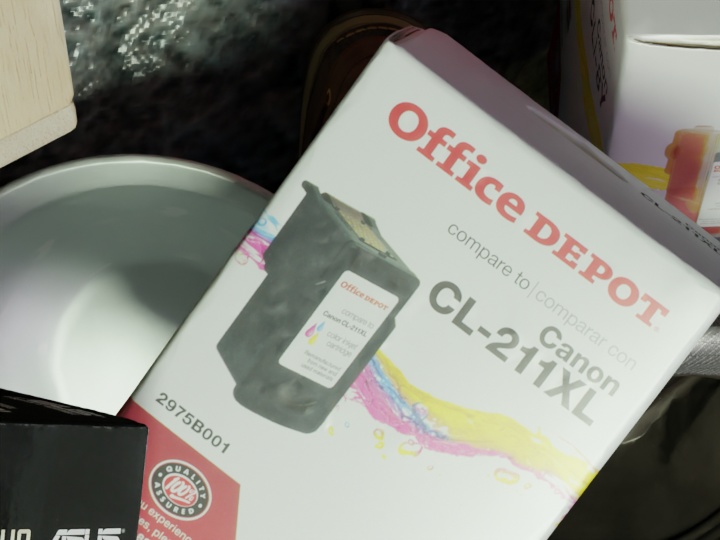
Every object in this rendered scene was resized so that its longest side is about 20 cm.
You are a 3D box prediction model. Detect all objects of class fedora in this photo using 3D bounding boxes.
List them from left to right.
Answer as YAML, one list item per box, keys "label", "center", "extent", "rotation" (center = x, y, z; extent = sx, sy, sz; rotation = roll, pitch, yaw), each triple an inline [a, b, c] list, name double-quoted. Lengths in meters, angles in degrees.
- label: "fedora"
  center: [0.097, 0.065, 1.002]
  extent: [0.199, 0.091, 0.177]
  rotation: [-31, 131, 17]

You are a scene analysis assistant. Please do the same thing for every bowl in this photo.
- label: "bowl"
  center: [-0.082, 0.045, 0.986]
  extent: [0.200, 0.090, 0.202]
  rotation: [1, 105, 2]

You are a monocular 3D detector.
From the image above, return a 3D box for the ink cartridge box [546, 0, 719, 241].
- label: "ink cartridge box"
  center: [0.125, -0.087, 0.996]
  extent: [0.083, 0.146, 0.200]
  rotation: [1, 149, -3]

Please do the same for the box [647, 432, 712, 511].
- label: "box"
  center: [0.179, 0.073, 1.105]
  extent: [0.143, 0.036, 0.201]
  rotation: [-4, 127, -60]

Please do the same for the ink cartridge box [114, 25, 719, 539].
- label: "ink cartridge box"
  center: [0.014, 0.037, 0.883]
  extent: [0.200, 0.145, 0.083]
  rotation: [-54, 177, 12]

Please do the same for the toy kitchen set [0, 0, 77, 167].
- label: "toy kitchen set"
  center: [-0.216, -0.102, 0.690]
  extent: [0.199, 0.180, 0.164]
  rotation: [-30, 138, -25]

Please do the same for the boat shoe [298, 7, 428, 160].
- label: "boat shoe"
  center: [0.000, 0.000, 1.018]
  extent: [0.072, 0.068, 0.201]
  rotation: [2, 105, 0]

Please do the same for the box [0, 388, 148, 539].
- label: "box"
  center: [-0.196, 0.075, 0.842]
  extent: [0.163, 0.199, 0.087]
  rotation: [6, 92, -44]
